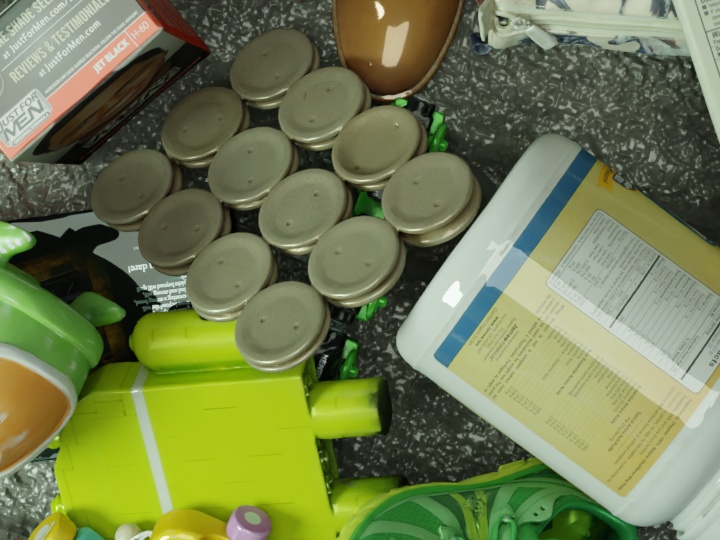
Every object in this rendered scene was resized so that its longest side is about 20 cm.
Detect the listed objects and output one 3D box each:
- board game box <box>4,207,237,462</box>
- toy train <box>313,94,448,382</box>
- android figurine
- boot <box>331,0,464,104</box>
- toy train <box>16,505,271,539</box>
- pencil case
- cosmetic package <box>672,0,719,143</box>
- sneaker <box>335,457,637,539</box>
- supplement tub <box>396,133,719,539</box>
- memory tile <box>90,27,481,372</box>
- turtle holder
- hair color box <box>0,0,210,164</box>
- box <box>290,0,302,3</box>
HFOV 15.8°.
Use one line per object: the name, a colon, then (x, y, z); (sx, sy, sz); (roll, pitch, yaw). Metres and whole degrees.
board game box: (-0.160, 0.036, 1.416); (0.199, 0.028, 0.136); (-7, 92, 4)
toy train: (0.000, 0.000, 1.390); (0.042, 0.056, 0.201); (22, 95, 5)
android figurine: (-0.076, 0.103, 1.371); (0.199, 0.041, 0.183); (-6, 118, 15)
boot: (0.022, -0.187, 1.334); (0.073, 0.155, 0.201); (10, 92, 3)
toy train: (-0.100, 0.197, 1.375); (0.199, 0.056, 0.151); (1, 123, 9)
pencil case: (0.157, -0.147, 1.361); (0.199, 0.078, 0.090); (4, 56, 4)
cosmetic package: (0.223, -0.095, 1.281); (0.103, 0.087, 0.201); (-16, 104, 13)
sneaker: (0.061, 0.147, 1.331); (0.199, 0.083, 0.074); (-19, 117, -35)
supplement tub: (0.135, 0.040, 1.339); (0.200, 0.145, 0.145); (36, 94, 2)
memory tile: (-0.041, -0.040, 1.343); (0.153, 0.017, 0.200); (-42, 46, -7)
turtle holder: (-0.228, 0.036, 1.326); (0.185, 0.141, 0.132); (24, 78, 15)
hair color box: (-0.143, -0.107, 1.325); (0.101, 0.200, 0.061); (-41, 89, 4)
box: (-0.040, -0.253, 1.352); (0.097, 0.124, 0.201); (23, 94, 3)
